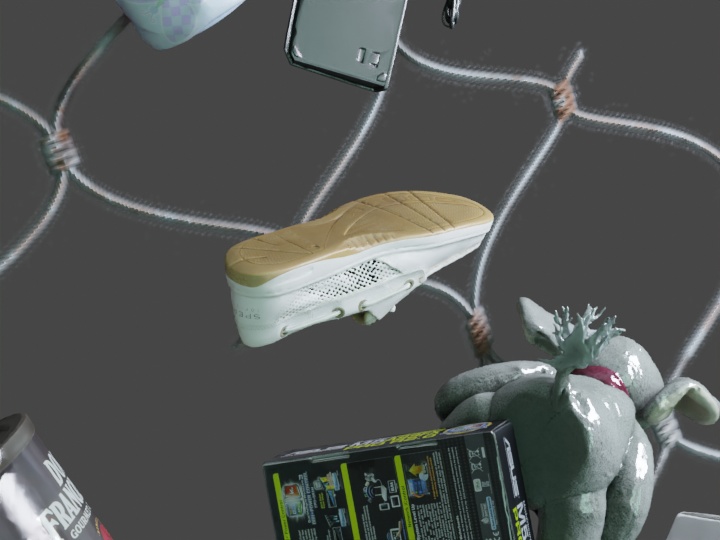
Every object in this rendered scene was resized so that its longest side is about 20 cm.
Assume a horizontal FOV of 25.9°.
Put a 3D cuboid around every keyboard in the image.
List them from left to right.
[{"bbox_3d":[0.024,-0.220,1.065,0.125,0.021,0.203,15,83,-14],"label":"keyboard"}]

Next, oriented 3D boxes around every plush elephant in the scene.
[{"bbox_3d":[0.142,0.102,1.035,0.154,0.164,0.202,-9,129,-56],"label":"plush elephant"}]

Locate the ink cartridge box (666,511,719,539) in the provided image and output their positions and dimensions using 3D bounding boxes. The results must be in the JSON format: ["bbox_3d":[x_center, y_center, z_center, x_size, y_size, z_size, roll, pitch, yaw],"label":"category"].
[{"bbox_3d":[0.289,0.281,1.106,0.199,0.084,0.146,32,76,-18],"label":"ink cartridge box"}]

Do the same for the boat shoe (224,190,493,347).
[{"bbox_3d":[0.000,0.000,1.022,0.198,0.071,0.070,-16,119,-29],"label":"boat shoe"}]

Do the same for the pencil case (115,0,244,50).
[{"bbox_3d":[-0.142,-0.231,0.938,0.090,0.083,0.201,-36,117,-1],"label":"pencil case"}]

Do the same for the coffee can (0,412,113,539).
[{"bbox_3d":[-0.191,0.205,0.886,0.146,0.146,0.201,-38,101,-19],"label":"coffee can"}]

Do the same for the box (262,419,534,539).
[{"bbox_3d":[0.034,0.204,0.979,0.158,0.044,0.203,-11,90,22],"label":"box"}]
